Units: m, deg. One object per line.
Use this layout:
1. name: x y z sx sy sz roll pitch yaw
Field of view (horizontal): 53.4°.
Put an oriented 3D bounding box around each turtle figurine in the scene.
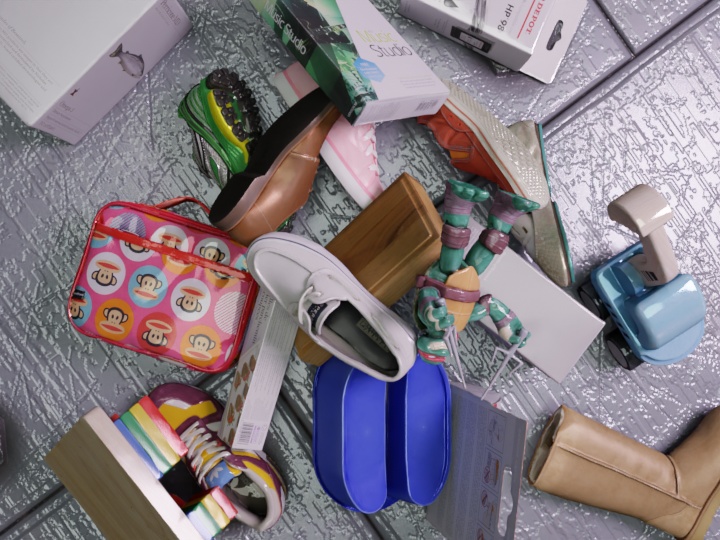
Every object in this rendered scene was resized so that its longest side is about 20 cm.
1. turtle figurine: 0.094 0.024 0.662 0.100 0.148 0.203 23 106 38

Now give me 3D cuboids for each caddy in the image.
1. caddy: 0.020 0.166 0.780 0.139 0.105 0.204 1 88 -24

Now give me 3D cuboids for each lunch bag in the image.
1. lunch bag: -0.204 0.007 0.789 0.197 0.082 0.179 17 85 2

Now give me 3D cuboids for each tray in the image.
1. tray: 0.000 0.000 0.752 0.199 0.037 0.099 -41 48 19

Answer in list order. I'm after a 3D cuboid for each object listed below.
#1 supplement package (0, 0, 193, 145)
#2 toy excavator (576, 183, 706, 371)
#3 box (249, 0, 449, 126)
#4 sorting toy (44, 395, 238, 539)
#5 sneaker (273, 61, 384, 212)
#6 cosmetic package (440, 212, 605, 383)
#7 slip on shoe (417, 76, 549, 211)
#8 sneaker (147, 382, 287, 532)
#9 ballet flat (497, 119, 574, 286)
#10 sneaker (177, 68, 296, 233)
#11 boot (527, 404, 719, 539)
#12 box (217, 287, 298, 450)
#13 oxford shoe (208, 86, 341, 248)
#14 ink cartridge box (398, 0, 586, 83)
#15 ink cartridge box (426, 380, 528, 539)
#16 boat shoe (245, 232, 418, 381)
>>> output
1. supplement package: -0.299 -0.253 0.768 0.200 0.117 0.117 -45 90 0
2. toy excavator: 0.299 0.010 0.733 0.099 0.200 0.196 -31 90 -1
3. box: -0.014 -0.237 0.741 0.201 0.143 0.036 51 130 16
4. sorting toy: -0.222 0.232 0.744 0.201 0.198 0.069 52 49 -2
5. sneaker: -0.003 -0.160 0.791 0.104 0.075 0.202 -33 86 5
6. cosmetic package: 0.153 0.024 0.777 0.199 0.107 0.091 35 93 -2
7. slip on shoe: 0.129 -0.128 0.769 0.201 0.073 0.062 52 123 30
8. sneaker: -0.159 0.200 0.781 0.199 0.090 0.075 40 89 -1
9. ballet flat: 0.186 -0.071 0.788 0.061 0.068 0.203 -10 67 10
10. sneaker: -0.136 -0.116 0.802 0.084 0.078 0.203 -17 98 36
11. boot: 0.311 0.199 0.801 0.197 0.066 0.178 23 89 1
12. box: -0.100 0.088 0.758 0.041 0.038 0.203 15 92 -39
13. oxford shoe: -0.070 -0.110 0.740 0.071 0.071 0.201 40 85 -33
14. ink cartridge box: 0.155 -0.308 0.798 0.197 0.067 0.117 25 89 0
15. ink cartridge box: 0.128 0.210 0.730 0.049 0.200 0.164 6 90 -18
16. boat shoe: -0.033 0.037 0.687 0.199 0.066 0.072 41 108 3
